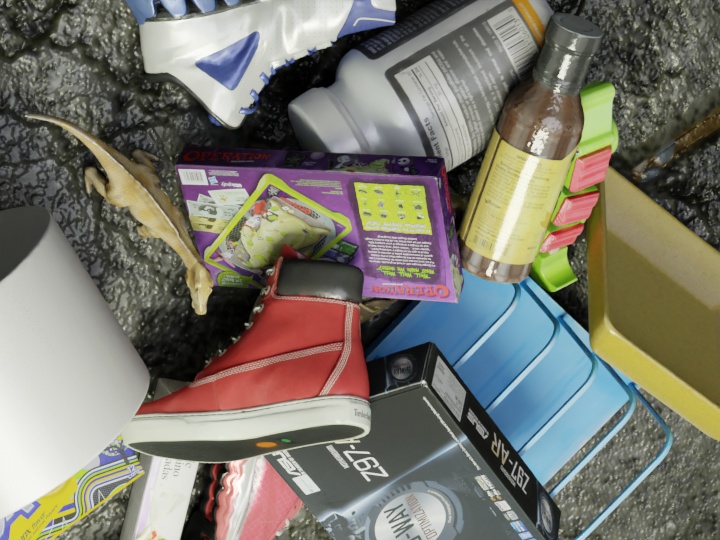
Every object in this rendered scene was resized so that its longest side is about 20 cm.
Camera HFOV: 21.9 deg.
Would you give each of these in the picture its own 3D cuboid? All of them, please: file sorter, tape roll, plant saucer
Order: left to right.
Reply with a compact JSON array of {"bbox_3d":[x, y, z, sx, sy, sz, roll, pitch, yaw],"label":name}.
[{"bbox_3d":[-0.264,0.068,1.289,0.202,0.203,0.140,-33,110,-9],"label":"tape roll"},{"bbox_3d":[0.128,0.098,1.467,0.139,0.123,0.200,-46,113,6],"label":"file sorter"},{"bbox_3d":[0.247,0.039,1.493,0.199,0.201,0.048,36,126,-23],"label":"plant saucer"}]

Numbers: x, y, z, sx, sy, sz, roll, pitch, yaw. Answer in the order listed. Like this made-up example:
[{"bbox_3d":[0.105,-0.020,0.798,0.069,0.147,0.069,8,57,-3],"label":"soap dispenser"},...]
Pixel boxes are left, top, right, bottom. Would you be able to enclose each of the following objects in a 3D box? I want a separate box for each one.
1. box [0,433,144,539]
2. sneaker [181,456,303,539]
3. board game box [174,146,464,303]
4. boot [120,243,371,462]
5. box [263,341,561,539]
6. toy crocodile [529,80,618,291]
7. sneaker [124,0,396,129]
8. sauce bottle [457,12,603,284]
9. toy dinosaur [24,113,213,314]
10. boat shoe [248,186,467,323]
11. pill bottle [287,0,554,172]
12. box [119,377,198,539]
[{"bbox_3d":[-0.261,0.170,1.358,0.200,0.064,0.070,-35,113,-28],"label":"box"},{"bbox_3d":[-0.081,0.190,1.453,0.086,0.074,0.202,11,99,-24],"label":"sneaker"},{"bbox_3d":[-0.029,-0.034,1.360,0.198,0.032,0.121,4,128,17],"label":"board game box"},{"bbox_3d":[-0.085,0.059,1.357,0.072,0.199,0.145,32,51,-59],"label":"boot"},{"bbox_3d":[0.035,0.154,1.405,0.159,0.044,0.200,-19,125,28],"label":"box"},{"bbox_3d":[0.160,-0.065,1.449,0.067,0.062,0.201,-18,144,-29],"label":"toy crocodile"},{"bbox_3d":[-0.076,-0.165,1.373,0.198,0.081,0.116,-4,108,-11],"label":"sneaker"},{"bbox_3d":[0.125,-0.088,1.356,0.064,0.065,0.201,8,120,-21],"label":"sauce bottle"},{"bbox_3d":[-0.163,-0.061,1.347,0.058,0.101,0.200,-42,113,-5],"label":"toy dinosaur"},{"bbox_3d":[0.000,0.000,1.439,0.200,0.066,0.074,-41,112,-6],"label":"boat shoe"},{"bbox_3d":[0.053,-0.134,1.399,0.199,0.116,0.117,-31,111,-10],"label":"pill bottle"},{"bbox_3d":[-0.158,0.185,1.442,0.038,0.041,0.201,11,98,-22],"label":"box"}]
